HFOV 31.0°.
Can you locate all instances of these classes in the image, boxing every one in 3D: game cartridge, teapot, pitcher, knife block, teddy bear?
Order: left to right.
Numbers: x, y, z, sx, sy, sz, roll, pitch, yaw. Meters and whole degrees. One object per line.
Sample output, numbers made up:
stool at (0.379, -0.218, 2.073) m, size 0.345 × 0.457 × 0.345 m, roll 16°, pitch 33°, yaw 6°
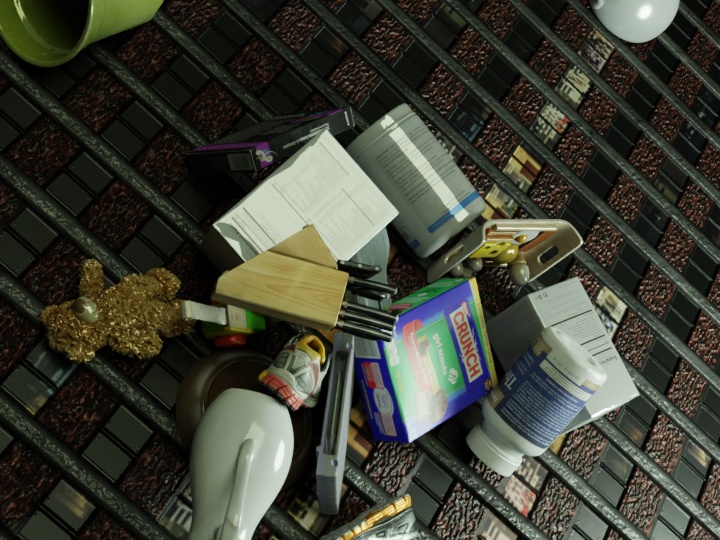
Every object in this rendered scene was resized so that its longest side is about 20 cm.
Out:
teddy bear at (-0.295, 0.048, 1.613) m, size 0.199 × 0.067 × 0.146 m, roll 4°, pitch 61°, yaw -33°
pitcher at (-0.143, 0.241, 1.516) m, size 0.120 × 0.172 × 0.201 m, roll 18°, pitch 70°, yaw -11°
knife block at (-0.060, 0.044, 1.590) m, size 0.199 × 0.064 × 0.176 m, roll -30°, pitch 88°, yaw -15°
game cartridge at (-0.033, 0.198, 1.672) m, size 0.038 × 0.130 × 0.201 m, roll 7°, pitch 57°, yaw 0°
teapot at (0.532, -0.540, 2.451) m, size 0.197 × 0.146 × 0.201 m, roll 29°, pitch 53°, yaw -17°

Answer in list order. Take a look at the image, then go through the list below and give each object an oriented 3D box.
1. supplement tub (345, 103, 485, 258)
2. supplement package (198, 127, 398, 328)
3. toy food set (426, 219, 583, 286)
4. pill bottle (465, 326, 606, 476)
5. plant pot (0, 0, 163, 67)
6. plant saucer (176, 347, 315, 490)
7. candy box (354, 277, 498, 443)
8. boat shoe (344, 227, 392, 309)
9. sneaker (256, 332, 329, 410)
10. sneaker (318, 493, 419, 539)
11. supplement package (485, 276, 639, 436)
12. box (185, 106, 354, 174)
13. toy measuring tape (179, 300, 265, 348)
supplement tub at (0.080, -0.131, 1.925) m, size 0.132 × 0.132 × 0.200 m, roll -36°, pitch 89°, yaw -41°
supplement package at (-0.084, -0.053, 1.714) m, size 0.200 × 0.152 × 0.151 m, roll -42°, pitch 92°, yaw -17°
toy food set at (0.216, -0.018, 1.946) m, size 0.199 × 0.143 × 0.061 m, roll -2°, pitch 66°, yaw -35°
pill bottle at (0.240, 0.186, 1.807) m, size 0.111 × 0.200 × 0.111 m, roll 37°, pitch 12°, yaw -9°
plant pot at (-0.368, -0.387, 1.741) m, size 0.184 × 0.200 × 0.201 m, roll -26°, pitch 81°, yaw -52°
plant saucer at (-0.139, 0.188, 1.666) m, size 0.199 × 0.032 × 0.202 m, roll 15°, pitch 58°, yaw -26°
candy box at (0.089, 0.121, 1.789) m, size 0.199 × 0.077 × 0.170 m, roll -26°, pitch 107°, yaw -41°
boat shoe at (0.000, 0.000, 1.842) m, size 0.072 × 0.062 × 0.201 m, roll 17°, pitch 57°, yaw -37°
sneaker at (-0.069, 0.123, 1.625) m, size 0.078 × 0.200 × 0.082 m, roll 39°, pitch 91°, yaw 1°
sneaker at (0.005, 0.353, 1.644) m, size 0.199 × 0.078 × 0.078 m, roll -22°, pitch 87°, yaw -39°
supplement package at (0.297, 0.133, 1.931) m, size 0.119 × 0.121 × 0.201 m, roll -17°, pitch 76°, yaw -39°
box at (-0.124, -0.182, 1.810) m, size 0.200 × 0.142 × 0.036 m, roll -30°, pitch 112°, yaw -40°
toy measuring tape at (-0.190, 0.063, 1.649) m, size 0.200 × 0.073 × 0.074 m, roll 13°, pitch 53°, yaw -63°
